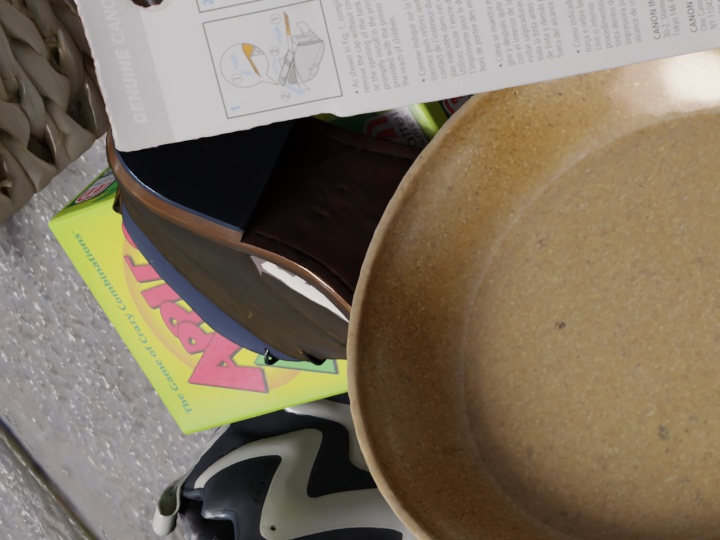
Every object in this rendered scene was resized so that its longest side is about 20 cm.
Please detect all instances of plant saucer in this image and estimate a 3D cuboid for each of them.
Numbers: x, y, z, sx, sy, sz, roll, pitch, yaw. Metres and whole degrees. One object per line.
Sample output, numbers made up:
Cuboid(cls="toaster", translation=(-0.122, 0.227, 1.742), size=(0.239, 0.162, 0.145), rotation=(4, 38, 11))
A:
Cuboid(cls="plant saucer", translation=(0.090, 0.012, 0.886), size=(0.200, 0.201, 0.035), rotation=(23, 168, 40))

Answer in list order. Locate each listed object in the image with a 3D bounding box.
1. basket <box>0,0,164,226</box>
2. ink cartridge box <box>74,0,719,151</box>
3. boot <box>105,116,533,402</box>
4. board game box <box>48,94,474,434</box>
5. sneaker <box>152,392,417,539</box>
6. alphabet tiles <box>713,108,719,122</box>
Cuboid(cls="basket", translation=(-0.159, -0.116, 0.884), size=(0.135, 0.123, 0.201), rotation=(10, 136, 42))
Cuboid(cls="ink cartridge box", translation=(0.007, -0.129, 0.862), size=(0.199, 0.050, 0.162), rotation=(-9, 120, 8))
Cuboid(cls="boot", translation=(0.000, 0.000, 0.988), size=(0.199, 0.075, 0.097), rotation=(34, 162, -3))
Cuboid(cls="board game box", translation=(-0.014, -0.010, 1.057), size=(0.199, 0.048, 0.102), rotation=(-17, 112, 44))
Cuboid(cls="sneaker", translation=(0.002, 0.129, 1.127), size=(0.199, 0.129, 0.080), rotation=(45, 146, 15))
Cuboid(cls="alphabet tiles", translation=(0.175, 0.035, 0.937), size=(0.200, 0.008, 0.167), rotation=(46, 146, 13))
